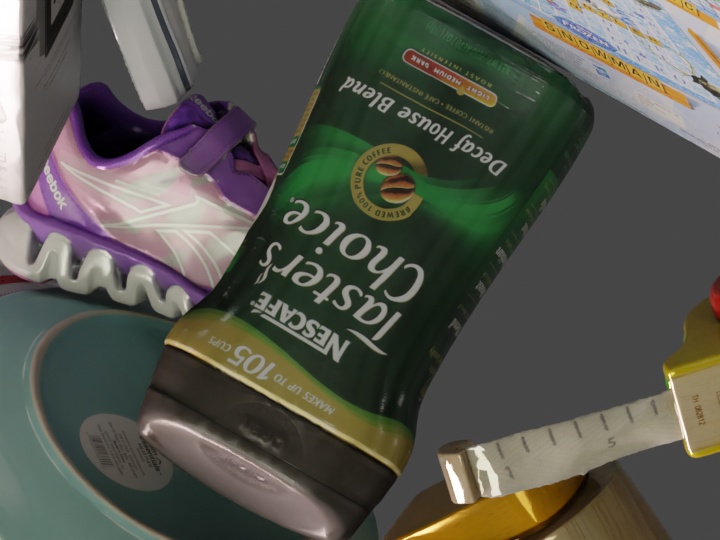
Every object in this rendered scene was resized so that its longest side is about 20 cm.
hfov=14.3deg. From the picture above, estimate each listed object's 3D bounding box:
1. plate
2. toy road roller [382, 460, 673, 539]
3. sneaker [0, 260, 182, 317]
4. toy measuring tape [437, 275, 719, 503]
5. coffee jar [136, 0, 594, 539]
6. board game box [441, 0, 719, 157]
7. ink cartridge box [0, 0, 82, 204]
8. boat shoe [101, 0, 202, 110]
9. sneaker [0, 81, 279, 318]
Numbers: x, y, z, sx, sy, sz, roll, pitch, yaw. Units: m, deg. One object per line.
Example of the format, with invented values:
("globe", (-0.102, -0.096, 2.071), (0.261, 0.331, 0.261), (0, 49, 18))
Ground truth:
("plate", (-0.075, 0.071, 1.142), (0.200, 0.200, 0.026), (37, 121, 3))
("toy road roller", (0.037, 0.172, 1.182), (0.200, 0.146, 0.123), (-30, 101, 32))
("sneaker", (-0.175, 0.039, 1.228), (0.200, 0.112, 0.071), (11, 118, 18))
("toy measuring tape", (0.124, 0.042, 1.105), (0.200, 0.074, 0.074), (-17, 110, -2))
("coffee jar", (0.000, 0.000, 1.091), (0.104, 0.085, 0.200), (28, 84, 3))
("board game box", (0.086, -0.118, 0.977), (0.200, 0.041, 0.200), (33, 166, 29))
("ink cartridge box", (-0.166, -0.125, 1.066), (0.116, 0.067, 0.200), (17, 142, 7))
("boat shoe", (-0.083, -0.161, 1.114), (0.067, 0.074, 0.200), (-17, 114, -5))
("sneaker", (-0.054, -0.023, 1.171), (0.200, 0.080, 0.089), (17, 111, 16))
